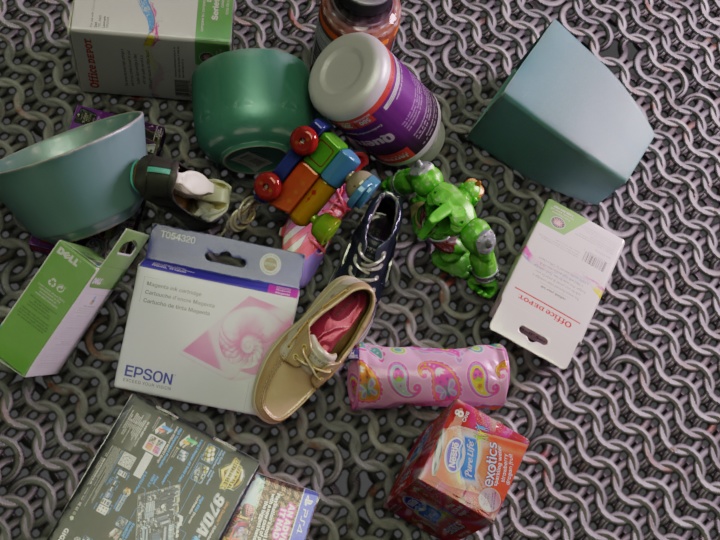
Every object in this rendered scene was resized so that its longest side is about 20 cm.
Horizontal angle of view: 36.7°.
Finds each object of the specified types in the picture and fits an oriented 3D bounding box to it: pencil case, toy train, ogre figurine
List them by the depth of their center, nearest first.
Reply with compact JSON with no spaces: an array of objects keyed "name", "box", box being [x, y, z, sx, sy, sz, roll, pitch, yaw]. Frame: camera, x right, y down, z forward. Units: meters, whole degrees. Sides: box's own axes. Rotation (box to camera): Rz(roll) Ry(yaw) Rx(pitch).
[{"name":"pencil case","box":[0.079,0.126,1.309,0.197,0.088,0.089,2,68,-6]},{"name":"toy train","box":[-0.074,-0.073,1.309,0.116,0.085,0.200,42,104,6]},{"name":"ogre figurine","box":[0.108,-0.060,1.365,0.097,0.120,0.202,-18,73,-15]}]

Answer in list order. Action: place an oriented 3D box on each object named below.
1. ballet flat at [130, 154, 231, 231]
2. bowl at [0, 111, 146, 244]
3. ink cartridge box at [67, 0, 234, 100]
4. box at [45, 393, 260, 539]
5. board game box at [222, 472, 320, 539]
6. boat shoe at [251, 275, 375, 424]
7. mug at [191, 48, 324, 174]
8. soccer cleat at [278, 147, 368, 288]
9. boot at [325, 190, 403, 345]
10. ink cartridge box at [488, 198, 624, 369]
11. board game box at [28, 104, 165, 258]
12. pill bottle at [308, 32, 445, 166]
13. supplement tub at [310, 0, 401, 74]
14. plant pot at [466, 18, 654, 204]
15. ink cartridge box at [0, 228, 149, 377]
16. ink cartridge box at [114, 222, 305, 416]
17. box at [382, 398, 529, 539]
[{"name":"ballet flat","box":[-0.197,-0.087,1.290,0.067,0.200,0.069,1,82,20]},{"name":"bowl","box":[-0.329,-0.102,1.268,0.199,0.200,0.106,-25,110,-16]},{"name":"ink cartridge box","box":[-0.262,-0.291,1.386,0.197,0.145,0.085,4,67,-6]},{"name":"box","box":[-0.218,0.253,1.130,0.157,0.046,0.202,26,67,3]},{"name":"board game box","box":[-0.162,0.300,1.198,0.197,0.097,0.161,18,67,-1]},{"name":"boat shoe","box":[-0.053,0.090,1.253,0.073,0.069,0.201,38,78,-17]},{"name":"mug","box":[-0.118,-0.191,1.365,0.182,0.152,0.116,-2,72,-9]},{"name":"soccer cleat","box":[-0.046,-0.070,1.366,0.076,0.067,0.202,-1,58,31]},{"name":"boot","box":[0.000,0.000,1.341,0.072,0.091,0.202,17,67,-1]},{"name":"ink cartridge box","box":[0.241,0.027,1.379,0.116,0.067,0.201,29,67,3]},{"name":"board game box","box":[-0.329,-0.104,1.369,0.118,0.032,0.203,12,68,1]},{"name":"pill bottle","box":[0.029,-0.204,1.364,0.111,0.199,0.114,-13,64,29]},{"name":"supplement tub","box":[-0.005,-0.308,1.399,0.105,0.200,0.108,4,65,-8]},{"name":"plant pot","box":[0.273,-0.191,1.434,0.199,0.141,0.142,38,68,-1]},{"name":"ink cartridge box","box":[-0.331,0.023,1.243,0.059,0.104,0.201,34,90,6]},{"name":"ink cartridge box","box":[-0.176,0.059,1.290,0.193,0.043,0.203,11,87,-3]},{"name":"box","box":[0.102,0.229,1.209,0.095,0.200,0.100,30,68,2]}]
